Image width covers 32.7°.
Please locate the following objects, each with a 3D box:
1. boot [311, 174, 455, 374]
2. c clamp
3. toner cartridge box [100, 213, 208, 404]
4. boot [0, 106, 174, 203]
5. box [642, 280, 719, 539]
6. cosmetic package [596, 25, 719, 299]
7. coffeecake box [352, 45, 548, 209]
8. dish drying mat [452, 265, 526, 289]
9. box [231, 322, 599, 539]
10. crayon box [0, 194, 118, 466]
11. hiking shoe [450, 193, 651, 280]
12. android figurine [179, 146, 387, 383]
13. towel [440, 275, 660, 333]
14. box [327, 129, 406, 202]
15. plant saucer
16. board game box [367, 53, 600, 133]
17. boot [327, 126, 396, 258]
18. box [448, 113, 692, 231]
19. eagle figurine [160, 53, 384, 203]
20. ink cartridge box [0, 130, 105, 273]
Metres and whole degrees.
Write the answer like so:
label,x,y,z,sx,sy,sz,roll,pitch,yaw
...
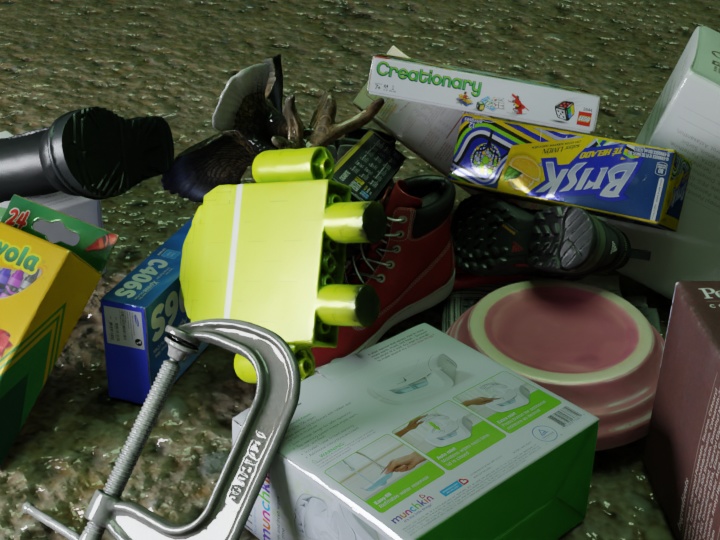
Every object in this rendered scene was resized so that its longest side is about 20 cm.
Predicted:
label,x,y,z,sx,sy,sz,roll,pitch,yaw
boot,0.000,0.000,1.036,0.199,0.145,0.072,-34,56,-24
c clamp,-0.133,0.115,0.834,0.170,0.201,0.027,27,-5,32
toner cartridge box,-0.153,0.023,1.062,0.043,0.096,0.200,12,31,16
boot,-0.266,-0.094,1.043,0.161,0.074,0.198,-6,7,17
box,0.307,0.126,0.838,0.164,0.166,0.201,0,28,-5
cosmetic package,0.338,-0.088,1.152,0.165,0.201,0.168,27,30,5
coffeecake box,0.105,-0.126,1.239,0.199,0.073,0.153,38,5,14
dish drying mat,0.111,-0.009,1.159,0.198,0.018,0.077,-9,25,-4
box,0.037,0.138,0.864,0.199,0.098,0.176,-24,38,-39
crayon box,-0.287,0.035,0.947,0.126,0.051,0.202,18,76,28
hiking shoe,0.159,-0.020,1.091,0.100,0.077,0.199,17,-2,-34
android figurine,-0.067,-0.004,0.943,0.198,0.184,0.041,-3,-10,39
towel,0.170,0.057,1.088,0.197,0.035,0.193,5,29,4
box,-0.037,-0.032,1.072,0.049,0.160,0.200,36,20,-1
plant saucer,0.162,0.067,1.004,0.198,0.051,0.201,1,31,0
board game box,0.107,-0.161,1.100,0.198,0.035,0.126,10,11,0
boot,0.025,-0.071,1.208,0.198,0.132,0.068,8,27,9
box,0.183,-0.087,1.079,0.198,0.065,0.070,13,2,28
eagle figurine,-0.094,-0.118,1.120,0.150,0.153,0.199,-4,16,-32
ink cartridge box,-0.360,-0.052,1.191,0.144,0.088,0.199,-20,34,-34
